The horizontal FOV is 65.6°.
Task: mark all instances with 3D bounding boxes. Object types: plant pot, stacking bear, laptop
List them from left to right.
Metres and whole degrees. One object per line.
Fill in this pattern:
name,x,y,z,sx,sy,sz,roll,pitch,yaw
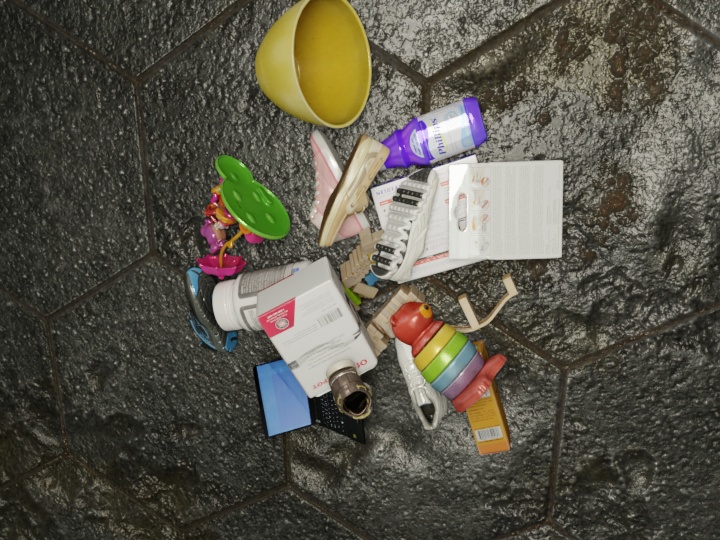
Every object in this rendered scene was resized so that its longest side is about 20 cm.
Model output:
plant pot,-0.093,-0.340,0.931,0.139,0.198,0.206,8,109,37
laptop,-0.100,0.265,1.107,0.196,0.103,0.182,12,119,35
stacking bear,0.137,0.137,0.982,0.200,0.121,0.114,44,130,9

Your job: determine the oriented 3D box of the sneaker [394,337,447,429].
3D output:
sneaker,0.118,0.209,1.073,0.073,0.087,0.204,-21,99,17

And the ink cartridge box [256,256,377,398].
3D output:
ink cartridge box,-0.074,0.103,0.983,0.142,0.084,0.203,-26,120,3

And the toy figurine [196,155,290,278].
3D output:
toy figurine,-0.255,-0.079,1.062,0.184,0.149,0.202,-45,71,28

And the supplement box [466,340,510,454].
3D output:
supplement box,0.232,0.243,1.071,0.067,0.067,0.206,-13,101,18

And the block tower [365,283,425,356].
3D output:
block tower,0.042,0.112,1.080,0.054,0.058,0.201,40,107,-2

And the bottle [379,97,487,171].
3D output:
bottle,0.117,-0.228,0.967,0.195,0.065,0.086,-17,102,15

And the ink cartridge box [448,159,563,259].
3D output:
ink cartridge box,0.245,-0.102,0.957,0.193,0.047,0.166,-1,98,1

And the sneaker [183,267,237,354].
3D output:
sneaker,-0.317,0.086,1.115,0.080,0.074,0.204,0,124,21

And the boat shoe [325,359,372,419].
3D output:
boat shoe,-0.011,0.227,0.988,0.070,0.060,0.202,-24,145,-5

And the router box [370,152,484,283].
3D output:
router box,0.137,-0.092,1.008,0.195,0.049,0.184,-15,101,15

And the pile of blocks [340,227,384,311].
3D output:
pile of blocks,0.000,0.000,1.053,0.080,0.063,0.202,21,121,-23

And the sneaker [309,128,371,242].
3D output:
sneaker,-0.066,-0.145,1.020,0.103,0.076,0.204,-25,103,11

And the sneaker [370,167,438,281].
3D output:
sneaker,0.086,-0.076,0.965,0.075,0.080,0.205,29,97,48

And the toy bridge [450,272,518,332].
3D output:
toy bridge,0.205,0.079,1.052,0.196,0.027,0.068,-27,99,17

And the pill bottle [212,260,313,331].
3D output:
pill bottle,-0.177,0.054,1.077,0.194,0.114,0.117,-10,103,14

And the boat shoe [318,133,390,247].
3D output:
boat shoe,-0.013,-0.126,0.952,0.063,0.071,0.204,23,103,-14
